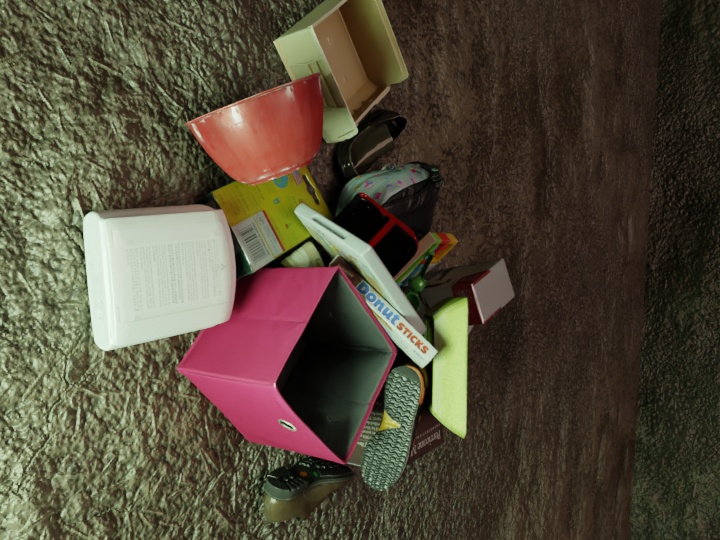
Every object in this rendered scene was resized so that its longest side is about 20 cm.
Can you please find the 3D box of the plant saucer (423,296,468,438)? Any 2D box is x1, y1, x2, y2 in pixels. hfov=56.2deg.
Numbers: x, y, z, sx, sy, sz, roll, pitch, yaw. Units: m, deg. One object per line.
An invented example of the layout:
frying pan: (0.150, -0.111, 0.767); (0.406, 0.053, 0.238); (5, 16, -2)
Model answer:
plant saucer: (0.128, 0.143, 1.060); (0.200, 0.047, 0.204); (118, -27, -88)

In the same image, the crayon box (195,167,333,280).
crayon box: (-0.138, -0.087, 1.019); (0.199, 0.050, 0.128); (-35, 101, -46)

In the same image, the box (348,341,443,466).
box: (0.033, 0.215, 1.171); (0.165, 0.162, 0.204); (-11, 99, -51)

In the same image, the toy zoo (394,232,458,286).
toy zoo: (0.116, -0.018, 1.266); (0.021, 0.131, 0.199); (49, 18, 13)

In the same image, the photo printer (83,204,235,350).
photo printer: (-0.249, 0.001, 0.873); (0.198, 0.069, 0.170); (-12, 102, -47)

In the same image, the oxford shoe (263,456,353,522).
oxford shoe: (-0.088, 0.360, 1.105); (0.198, 0.072, 0.086); (2, 105, -50)

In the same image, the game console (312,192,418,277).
game console: (-0.012, -0.018, 1.122); (0.200, 0.031, 0.176); (-46, 130, 13)

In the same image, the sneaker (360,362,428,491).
sneaker: (0.063, 0.238, 1.033); (0.090, 0.069, 0.203); (-6, 113, -64)

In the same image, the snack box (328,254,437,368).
snack box: (0.030, 0.062, 0.990); (0.024, 0.200, 0.072); (-44, 171, -12)

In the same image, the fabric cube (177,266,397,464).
fabric cube: (-0.100, 0.130, 0.974); (0.197, 0.197, 0.202); (56, 49, -36)

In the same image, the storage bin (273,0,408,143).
storage bin: (-0.024, -0.357, 1.156); (0.201, 0.093, 0.200); (-54, 129, -38)

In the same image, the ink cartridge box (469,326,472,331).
ink cartridge box: (0.137, 0.176, 1.323); (0.196, 0.047, 0.202); (-22, 141, -49)

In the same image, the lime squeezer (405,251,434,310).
lime squeezer: (0.098, 0.046, 1.255); (0.071, 0.037, 0.203); (-45, 154, -67)

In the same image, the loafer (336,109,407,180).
loafer: (0.024, -0.240, 1.235); (0.201, 0.070, 0.074); (-56, 131, -36)

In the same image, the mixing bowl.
mixing bowl: (-0.129, -0.185, 0.927); (0.199, 0.198, 0.110); (-35, 111, -46)

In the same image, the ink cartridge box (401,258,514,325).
ink cartridge box: (0.179, 0.050, 1.330); (0.146, 0.198, 0.084); (-31, 105, -48)

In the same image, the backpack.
backpack: (0.051, -0.108, 1.214); (0.199, 0.125, 0.170); (-25, 128, -47)

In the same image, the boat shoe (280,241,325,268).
boat shoe: (-0.053, 0.037, 1.079); (0.065, 0.072, 0.201); (-41, 130, -10)

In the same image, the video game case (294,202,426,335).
video game case: (0.000, 0.000, 1.001); (0.023, 0.181, 0.201); (-45, 132, -9)
